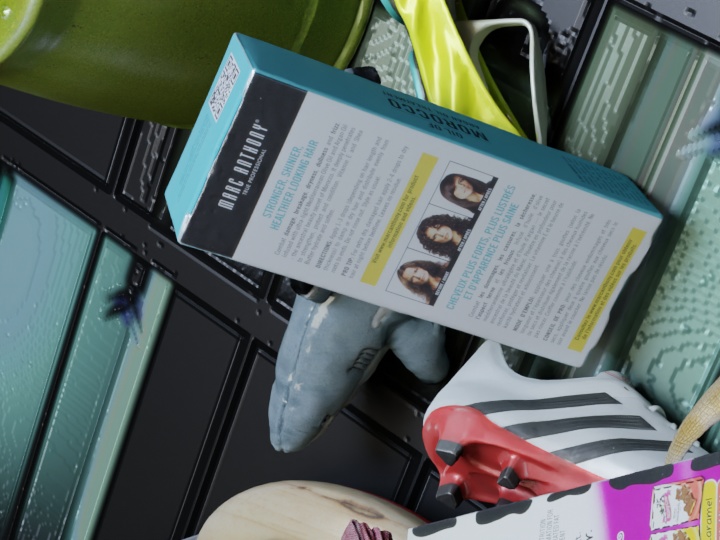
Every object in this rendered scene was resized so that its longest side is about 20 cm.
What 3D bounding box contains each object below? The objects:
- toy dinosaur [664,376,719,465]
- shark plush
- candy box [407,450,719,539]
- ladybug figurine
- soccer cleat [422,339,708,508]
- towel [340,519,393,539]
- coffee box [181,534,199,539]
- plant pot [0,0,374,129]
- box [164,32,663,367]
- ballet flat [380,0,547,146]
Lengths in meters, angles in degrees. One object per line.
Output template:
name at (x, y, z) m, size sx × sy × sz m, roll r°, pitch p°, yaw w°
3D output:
toy dinosaur at (0.188, 0.011, 0.692) m, size 0.200 × 0.058 × 0.101 m, roll -27°, pitch 58°, yaw 18°
shark plush at (0.000, 0.000, 0.815) m, size 0.091 × 0.083 × 0.200 m, roll 43°, pitch 139°, yaw 21°
candy box at (0.099, 0.155, 0.675) m, size 0.200 × 0.061 × 0.136 m, roll -22°, pitch 54°, yaw 46°
ladybug figurine at (0.004, 0.173, 0.869) m, size 0.200 × 0.072 × 0.136 m, roll 20°, pitch 108°, yaw 34°
soccer cleat at (0.125, 0.089, 0.772) m, size 0.200 × 0.085 × 0.069 m, roll 19°, pitch 141°, yaw 15°
towel at (-0.020, 0.227, 0.749) m, size 0.144 × 0.023 × 0.200 m, roll -107°, pitch 37°, yaw -54°
coffee box at (-0.106, 0.263, 0.959) m, size 0.114 × 0.080 × 0.200 m, roll -32°, pitch 77°, yaw 36°
plant pot at (-0.126, -0.161, 0.849) m, size 0.200 × 0.193 × 0.200 m, roll 5°, pitch 99°, yaw 36°
box at (0.024, -0.028, 0.753) m, size 0.082 × 0.200 × 0.049 m, roll -64°, pitch 23°, yaw 19°
ballet flat at (0.044, -0.118, 0.815) m, size 0.067 × 0.067 × 0.200 m, roll -21°, pitch 86°, yaw 16°
